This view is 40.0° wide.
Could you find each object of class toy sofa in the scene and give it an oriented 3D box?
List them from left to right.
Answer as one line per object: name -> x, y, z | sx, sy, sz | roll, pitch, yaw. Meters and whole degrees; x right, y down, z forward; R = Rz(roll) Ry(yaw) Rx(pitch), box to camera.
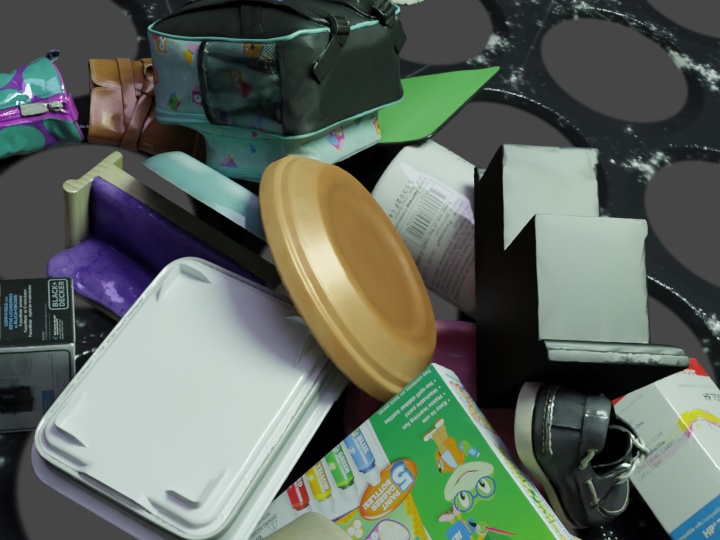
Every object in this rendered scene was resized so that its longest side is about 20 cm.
toy sofa -> -0.157, 0.000, 0.805 | 0.199, 0.083, 0.098 | 31, 49, 12

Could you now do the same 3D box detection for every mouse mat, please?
mouse mat -> 0.024, -0.154, 0.952 | 0.198, 0.008, 0.161 | 2, 34, 39

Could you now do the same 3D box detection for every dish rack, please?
dish rack -> -0.113, 0.080, 0.670 | 0.170, 0.044, 0.201 | 23, 59, 18

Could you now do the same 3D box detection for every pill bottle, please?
pill bottle -> 0.107, -0.021, 0.871 | 0.199, 0.115, 0.114 | 33, 50, 14

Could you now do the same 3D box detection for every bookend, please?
bookend -> 0.145, -0.013, 0.707 | 0.091, 0.199, 0.203 | 2, 74, -5

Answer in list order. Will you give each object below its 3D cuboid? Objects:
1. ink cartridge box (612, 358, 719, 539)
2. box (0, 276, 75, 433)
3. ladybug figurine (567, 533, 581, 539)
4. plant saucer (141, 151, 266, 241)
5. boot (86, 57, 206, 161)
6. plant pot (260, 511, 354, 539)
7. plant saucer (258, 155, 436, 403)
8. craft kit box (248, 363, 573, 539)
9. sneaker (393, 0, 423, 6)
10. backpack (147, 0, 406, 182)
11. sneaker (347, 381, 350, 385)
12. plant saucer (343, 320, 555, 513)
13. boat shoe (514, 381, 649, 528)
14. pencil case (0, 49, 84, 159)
ink cartridge box -> 0.255, 0.134, 0.785 | 0.116, 0.067, 0.201 | 8, 42, -48
box -> -0.301, 0.065, 0.690 | 0.198, 0.117, 0.061 | -1, 53, -18
ladybug figurine -> 0.134, 0.256, 0.662 | 0.136, 0.072, 0.200 | -41, 77, -20
plant saucer -> -0.085, -0.043, 0.801 | 0.199, 0.200, 0.028 | 31, 88, 11
boot -> -0.187, -0.189, 0.968 | 0.153, 0.077, 0.202 | 3, 60, -12
plant pot -> -0.060, 0.237, 0.529 | 0.183, 0.201, 0.201 | -33, 64, -21
plant saucer -> 0.000, 0.000, 0.725 | 0.200, 0.037, 0.201 | 49, 22, -28
craft kit box -> 0.033, 0.199, 0.634 | 0.200, 0.048, 0.198 | -42, 64, 10
sneaker -> 0.077, -0.381, 1.186 | 0.199, 0.085, 0.077 | -27, 61, -32
backpack -> -0.079, -0.164, 0.842 | 0.198, 0.155, 0.175 | 18, 33, 28
sneaker -> -0.103, 0.099, 0.727 | 0.199, 0.075, 0.082 | -28, 78, -29
plant saucer -> 0.081, 0.133, 0.778 | 0.198, 0.051, 0.202 | 7, 49, -8
boat shoe -> 0.163, 0.133, 0.677 | 0.062, 0.200, 0.073 | -1, 62, 29
pencil case -> -0.346, -0.126, 0.855 | 0.198, 0.086, 0.092 | -21, 16, -28
